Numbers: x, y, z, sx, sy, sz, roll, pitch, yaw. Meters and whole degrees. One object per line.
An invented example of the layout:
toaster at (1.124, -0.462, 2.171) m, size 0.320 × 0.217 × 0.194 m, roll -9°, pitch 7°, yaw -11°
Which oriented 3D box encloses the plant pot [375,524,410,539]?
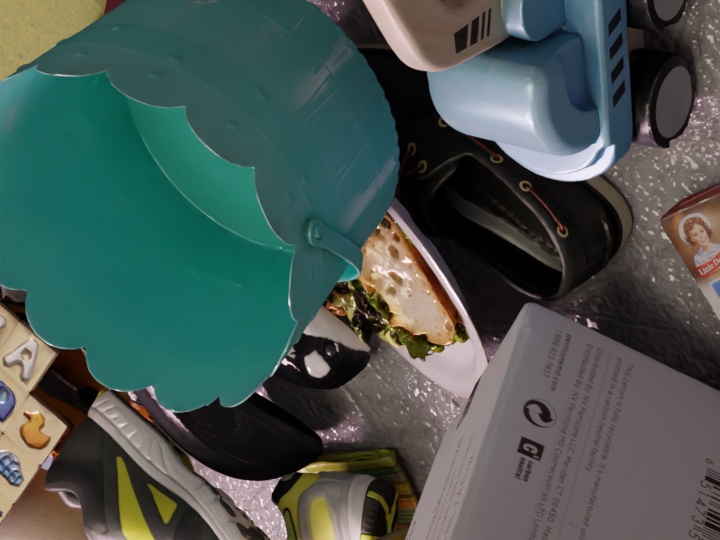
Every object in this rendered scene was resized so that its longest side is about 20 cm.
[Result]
plant pot at (0.088, 0.233, 1.259) m, size 0.200 × 0.200 × 0.190 m, roll -20°, pitch 88°, yaw 48°

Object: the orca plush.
orca plush at (-0.092, 0.019, 1.306) m, size 0.200 × 0.071 × 0.105 m, roll 41°, pitch 163°, yaw -18°

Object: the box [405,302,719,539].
box at (0.127, 0.159, 1.110) m, size 0.199 × 0.200 × 0.131 m, roll 25°, pitch 135°, yaw -3°

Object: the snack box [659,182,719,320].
snack box at (0.237, -0.030, 1.045) m, size 0.199 × 0.024 × 0.072 m, roll -25°, pitch 101°, yaw 48°

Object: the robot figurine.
robot figurine at (-0.229, 0.055, 1.453) m, size 0.199 × 0.145 × 0.058 m, roll 34°, pitch 146°, yaw 5°

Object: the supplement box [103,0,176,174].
supplement box at (-0.096, -0.124, 1.220) m, size 0.061 × 0.109 × 0.201 m, roll 35°, pitch 137°, yaw 16°

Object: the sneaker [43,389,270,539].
sneaker at (-0.121, 0.162, 1.343) m, size 0.200 × 0.085 × 0.075 m, roll 42°, pitch 176°, yaw 36°

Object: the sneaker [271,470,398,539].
sneaker at (-0.025, 0.210, 1.391) m, size 0.076 × 0.075 × 0.201 m, roll 16°, pitch 118°, yaw 15°

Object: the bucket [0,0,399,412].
bucket at (-0.086, -0.045, 1.095) m, size 0.206 × 0.135 × 0.208 m, roll 20°, pitch 132°, yaw 23°

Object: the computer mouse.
computer mouse at (-0.115, 0.081, 1.361) m, size 0.199 × 0.053 × 0.138 m, roll 32°, pitch 180°, yaw -20°

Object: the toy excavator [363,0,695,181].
toy excavator at (0.065, -0.113, 1.009) m, size 0.099 × 0.200 × 0.196 m, roll 15°, pitch 128°, yaw 34°

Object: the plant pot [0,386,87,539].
plant pot at (-0.236, 0.170, 1.519) m, size 0.182 × 0.201 × 0.201 m, roll 26°, pitch 135°, yaw 10°

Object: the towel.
towel at (0.030, 0.206, 1.410) m, size 0.086 × 0.018 × 0.201 m, roll -10°, pitch 111°, yaw 47°

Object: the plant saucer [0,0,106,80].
plant saucer at (-0.251, -0.150, 1.348) m, size 0.200 × 0.048 × 0.200 m, roll 41°, pitch 112°, yaw 13°

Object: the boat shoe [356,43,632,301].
boat shoe at (0.050, -0.057, 1.172) m, size 0.201 × 0.063 × 0.074 m, roll 35°, pitch 139°, yaw 21°

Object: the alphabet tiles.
alphabet tiles at (-0.287, 0.099, 1.415) m, size 0.166 × 0.006 × 0.201 m, roll 39°, pitch 105°, yaw 10°

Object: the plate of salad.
plate of salad at (0.000, 0.000, 1.222) m, size 0.200 × 0.048 × 0.200 m, roll 46°, pitch 165°, yaw 16°
